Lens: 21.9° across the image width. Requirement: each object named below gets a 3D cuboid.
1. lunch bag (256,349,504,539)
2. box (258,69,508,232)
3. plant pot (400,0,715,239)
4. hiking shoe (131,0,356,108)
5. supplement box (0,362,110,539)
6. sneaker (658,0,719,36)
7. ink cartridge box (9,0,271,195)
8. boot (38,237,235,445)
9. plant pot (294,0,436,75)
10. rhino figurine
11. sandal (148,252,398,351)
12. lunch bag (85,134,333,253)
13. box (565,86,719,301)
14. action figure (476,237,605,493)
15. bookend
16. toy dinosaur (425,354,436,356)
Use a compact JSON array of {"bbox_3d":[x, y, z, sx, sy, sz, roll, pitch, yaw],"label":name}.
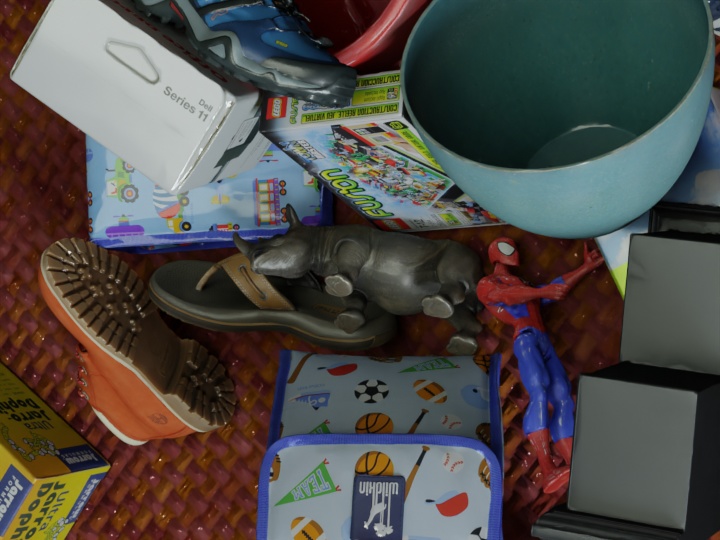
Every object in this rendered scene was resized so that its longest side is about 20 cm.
[{"bbox_3d":[0.017,0.148,1.274,0.168,0.201,0.125,1,127,5],"label":"lunch bag"},{"bbox_3d":[0.024,-0.079,1.304,0.109,0.200,0.035,-4,69,26],"label":"box"},{"bbox_3d":[0.137,-0.098,1.208,0.198,0.135,0.202,-10,50,12],"label":"plant pot"},{"bbox_3d":[-0.075,-0.178,1.213,0.199,0.074,0.087,35,105,25],"label":"hiking shoe"},{"bbox_3d":[-0.325,0.146,1.531,0.199,0.109,0.109,38,107,20],"label":"supplement box"},{"bbox_3d":[0.241,-0.194,1.246,0.198,0.084,0.076,11,95,13],"label":"sneaker"},{"bbox_3d":[-0.137,-0.134,1.305,0.146,0.200,0.083,35,103,6],"label":"ink cartridge box"},{"bbox_3d":[-0.198,0.063,1.444,0.107,0.075,0.200,-19,122,35],"label":"boot"},{"bbox_3d":[-0.002,-0.221,1.317,0.198,0.182,0.203,-2,85,27],"label":"plant pot"},{"bbox_3d":[0.000,0.000,1.364,0.198,0.088,0.060,14,129,8],"label":"rhino figurine"},{"bbox_3d":[-0.065,0.014,1.410,0.198,0.082,0.055,13,118,23],"label":"sandal"},{"bbox_3d":[-0.106,-0.096,1.438,0.198,0.094,0.153,-3,87,17],"label":"lunch bag"},{"bbox_3d":[0.226,-0.031,1.287,0.121,0.048,0.202,-29,79,24],"label":"box"},{"bbox_3d":[0.143,0.048,1.300,0.099,0.065,0.201,-38,54,27],"label":"action figure"},{"bbox_3d":[0.191,0.062,1.173,0.091,0.200,0.201,7,96,25],"label":"bookend"},{"bbox_3d":[-0.019,0.133,1.406,0.106,0.060,0.201,44,109,17],"label":"toy dinosaur"}]
